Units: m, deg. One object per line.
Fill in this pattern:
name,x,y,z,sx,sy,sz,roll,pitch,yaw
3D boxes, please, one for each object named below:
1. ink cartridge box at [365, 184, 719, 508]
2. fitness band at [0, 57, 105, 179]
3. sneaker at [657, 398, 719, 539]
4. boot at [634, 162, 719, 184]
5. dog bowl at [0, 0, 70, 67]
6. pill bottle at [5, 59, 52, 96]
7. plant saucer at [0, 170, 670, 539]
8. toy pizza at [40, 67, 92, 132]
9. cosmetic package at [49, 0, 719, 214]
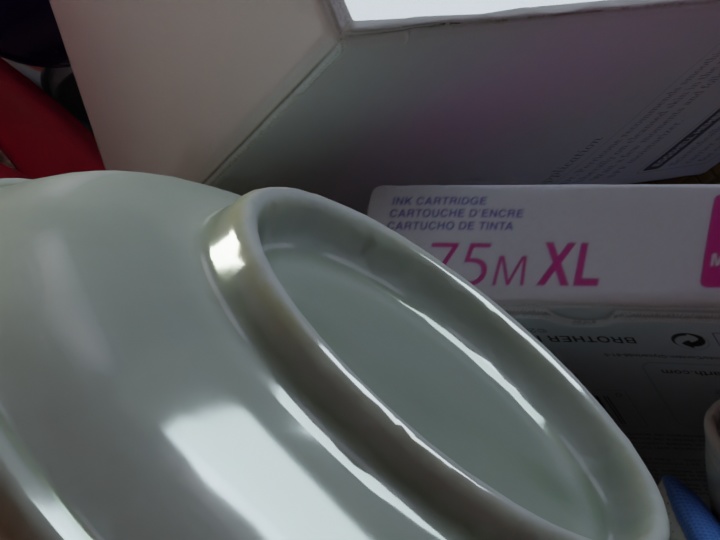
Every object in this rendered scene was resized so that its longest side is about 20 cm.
ink cartridge box,0.087,0.042,0.655,0.119,0.042,0.200,1,-30,25
fitness band,-0.141,-0.048,0.717,0.144,0.038,0.200,44,13,36
sneaker,0.118,0.086,0.610,0.200,0.080,0.147,-72,142,-77
boot,0.077,-0.074,0.855,0.200,0.073,0.155,41,29,5
dog bowl,-0.103,-0.168,0.815,0.200,0.078,0.201,46,31,-38
pill bottle,-0.110,-0.177,0.986,0.116,0.201,0.116,33,8,-5
plant saucer,0.005,0.036,0.501,0.200,0.050,0.200,36,17,-13
toy pizza,-0.019,-0.075,0.970,0.199,0.032,0.200,1,-11,0
cosmetic package,0.015,-0.127,0.688,0.199,0.123,0.200,-8,70,-35
